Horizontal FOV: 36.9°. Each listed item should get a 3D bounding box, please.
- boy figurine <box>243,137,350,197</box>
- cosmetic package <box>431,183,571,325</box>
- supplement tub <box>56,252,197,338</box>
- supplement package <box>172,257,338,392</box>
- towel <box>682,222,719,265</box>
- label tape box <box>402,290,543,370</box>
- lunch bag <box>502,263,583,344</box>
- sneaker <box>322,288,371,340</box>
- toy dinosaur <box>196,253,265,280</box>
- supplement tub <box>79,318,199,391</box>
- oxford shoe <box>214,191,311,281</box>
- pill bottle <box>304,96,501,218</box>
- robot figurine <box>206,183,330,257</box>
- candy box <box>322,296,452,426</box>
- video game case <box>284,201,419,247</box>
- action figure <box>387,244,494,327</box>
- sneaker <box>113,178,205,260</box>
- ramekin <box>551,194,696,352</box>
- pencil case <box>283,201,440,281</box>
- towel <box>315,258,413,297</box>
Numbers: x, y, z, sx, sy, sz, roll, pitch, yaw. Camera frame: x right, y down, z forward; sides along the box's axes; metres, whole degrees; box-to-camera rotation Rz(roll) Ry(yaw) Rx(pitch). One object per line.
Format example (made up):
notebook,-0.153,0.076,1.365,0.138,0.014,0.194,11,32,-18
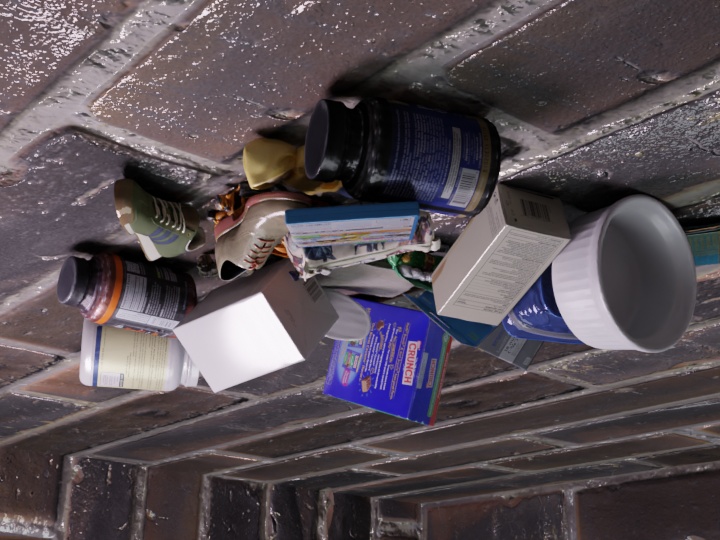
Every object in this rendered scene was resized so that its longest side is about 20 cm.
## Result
boy figurine,-0.043,-0.114,1.278,0.197,0.066,0.124,10,165,-29
cosmetic package,0.183,-0.017,1.437,0.104,0.072,0.201,11,139,-22
supplement tub,-0.356,0.035,1.640,0.198,0.109,0.106,16,156,-35
supplement package,-0.156,0.078,1.600,0.198,0.120,0.122,-21,108,36
towel,0.534,-0.043,1.520,0.196,0.022,0.147,-7,160,14
label tape box,0.178,0.071,1.668,0.199,0.064,0.144,25,-168,-49
lunch bag,0.299,0.027,1.547,0.197,0.138,0.132,8,160,-23
sneaker,-0.069,0.061,1.715,0.197,0.075,0.116,16,180,10
toy dinosaur,-0.170,-0.012,1.555,0.087,0.048,0.199,-26,-169,-26
supplement tub,-0.373,0.129,1.840,0.196,0.148,0.145,6,160,-12
oxford shoe,-0.117,-0.039,1.300,0.069,0.076,0.199,12,158,-27
pill bottle,0.044,-0.125,1.170,0.197,0.114,0.112,8,159,-20
robot figurine,-0.105,-0.061,1.434,0.197,0.059,0.144,14,154,-32
candy box,0.046,0.144,1.755,0.198,0.172,0.076,10,175,46
video game case,-0.008,-0.050,1.212,0.140,0.018,0.200,-4,174,0
action figure,0.113,0.000,1.562,0.197,0.119,0.055,19,132,-22
sneaker,-0.256,-0.071,1.415,0.088,0.068,0.201,-8,160,1
ramekin,0.342,0.009,1.416,0.198,0.204,0.097,14,164,-34
pencil case,0.001,-0.043,1.376,0.197,0.091,0.078,-12,156,-17
towel,0.000,0.000,1.639,0.197,0.035,0.132,10,160,-27
